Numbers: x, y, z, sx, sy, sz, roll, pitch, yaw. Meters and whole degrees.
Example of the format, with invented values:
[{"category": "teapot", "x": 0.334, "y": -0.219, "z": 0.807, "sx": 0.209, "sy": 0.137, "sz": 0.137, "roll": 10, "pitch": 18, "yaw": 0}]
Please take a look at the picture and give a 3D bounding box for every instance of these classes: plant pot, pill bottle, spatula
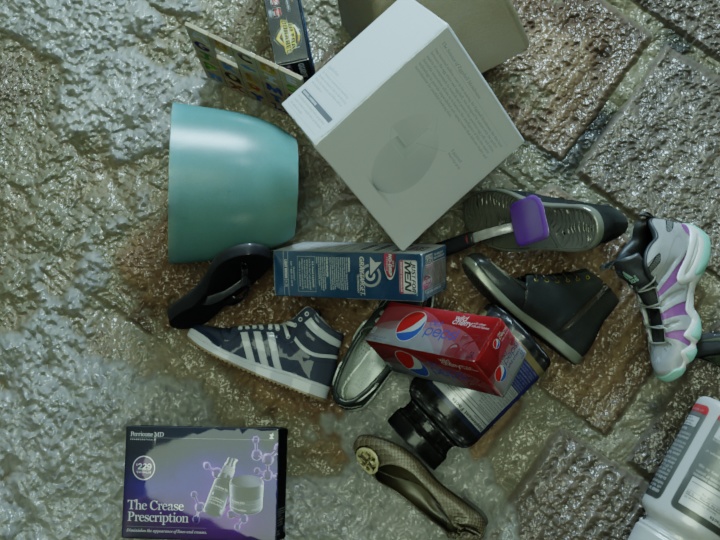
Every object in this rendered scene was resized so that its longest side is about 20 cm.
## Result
[{"category": "plant pot", "x": -0.160, "y": -0.107, "z": 1.432, "sx": 0.159, "sy": 0.201, "sz": 0.204, "roll": 1, "pitch": 82, "yaw": -8}, {"category": "pill bottle", "x": 0.412, "y": 0.266, "z": 1.364, "sx": 0.113, "sy": 0.114, "sz": 0.201, "roll": 30, "pitch": 86, "yaw": 8}, {"category": "pill bottle", "x": 0.132, "y": 0.146, "z": 1.407, "sx": 0.200, "sy": 0.112, "sz": 0.112, "roll": -45, "pitch": 81, "yaw": -1}, {"category": "spatula", "x": 0.157, "y": -0.045, "z": 1.417, "sx": 0.199, "sy": 0.020, "sz": 0.057, "roll": -18, "pitch": 80, "yaw": 43}, {"category": "plant pot", "x": 0.074, "y": -0.357, "z": 1.415, "sx": 0.198, "sy": 0.178, "sz": 0.201, "roll": -26, "pitch": 58, "yaw": 1}]

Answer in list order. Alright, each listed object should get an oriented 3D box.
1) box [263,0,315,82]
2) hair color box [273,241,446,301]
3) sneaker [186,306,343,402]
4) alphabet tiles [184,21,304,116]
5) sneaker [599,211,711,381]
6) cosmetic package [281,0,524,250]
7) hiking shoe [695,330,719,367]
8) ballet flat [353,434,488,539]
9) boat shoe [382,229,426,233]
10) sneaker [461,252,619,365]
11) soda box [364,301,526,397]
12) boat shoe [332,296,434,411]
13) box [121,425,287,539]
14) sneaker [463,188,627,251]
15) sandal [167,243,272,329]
[{"category": "box", "x": -0.098, "y": -0.338, "z": 1.468, "sx": 0.045, "sy": 0.159, "sz": 0.203, "roll": -11, "pitch": 81, "yaw": 1}, {"category": "hair color box", "x": 0.000, "y": 0.000, "z": 1.415, "sx": 0.197, "sy": 0.100, "sz": 0.061, "roll": 1, "pitch": 99, "yaw": 22}, {"category": "sneaker", "x": -0.118, "y": 0.083, "z": 1.458, "sx": 0.198, "sy": 0.070, "sz": 0.110, "roll": 22, "pitch": 87, "yaw": 3}, {"category": "alphabet tiles", "x": -0.125, "y": -0.242, "z": 1.453, "sx": 0.198, "sy": 0.167, "sz": 0.008, "roll": 27, "pitch": 79, "yaw": 8}, {"category": "sneaker", "x": 0.352, "y": 0.027, "z": 1.397, "sx": 0.138, "sy": 0.078, "sz": 0.203, "roll": 17, "pitch": 73, "yaw": -24}, {"category": "cosmetic package", "x": 0.051, "y": -0.174, "z": 1.333, "sx": 0.199, "sy": 0.200, "sz": 0.123, "roll": -40, "pitch": 38, "yaw": 3}, {"category": "hiking shoe", "x": 0.498, "y": 0.136, "z": 1.393, "sx": 0.197, "sy": 0.076, "sz": 0.102, "roll": 15, "pitch": 81, "yaw": 6}, {"category": "ballet flat", "x": 0.070, "y": 0.277, "z": 1.417, "sx": 0.199, "sy": 0.068, "sz": 0.046, "roll": 36, "pitch": 51, "yaw": 5}, {"category": "boat shoe", "x": 0.077, "y": -0.143, "z": 1.475, "sx": 0.068, "sy": 0.074, "sz": 0.203, "roll": 11, "pitch": 88, "yaw": -1}, {"category": "sneaker", "x": 0.225, "y": 0.018, "z": 1.425, "sx": 0.199, "sy": 0.075, "sz": 0.107, "roll": 38, "pitch": 87, "yaw": -12}, {"category": "soda box", "x": 0.098, "y": 0.090, "z": 1.337, "sx": 0.070, "sy": 0.199, "sz": 0.064, "roll": 49, "pitch": 65, "yaw": -31}, {"category": "boat shoe", "x": 0.031, "y": 0.091, "z": 1.448, "sx": 0.075, "sy": 0.060, "sz": 0.202, "roll": 27, "pitch": 84, "yaw": 13}, {"category": "box", "x": -0.196, "y": 0.269, "z": 1.439, "sx": 0.197, "sy": 0.079, "sz": 0.143, "roll": 0, "pitch": 80, "yaw": 5}, {"category": "sneaker", "x": 0.235, "y": -0.060, "z": 1.446, "sx": 0.198, "sy": 0.106, "sz": 0.076, "roll": 14, "pitch": 101, "yaw": 35}, {"category": "sandal", "x": -0.172, "y": 0.028, "z": 1.432, "sx": 0.200, "sy": 0.075, "sz": 0.043, "roll": -42, "pitch": 56, "yaw": 40}]
